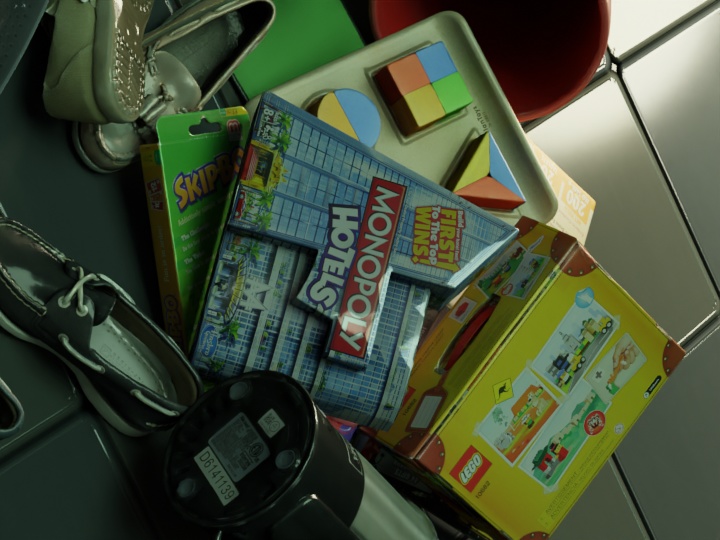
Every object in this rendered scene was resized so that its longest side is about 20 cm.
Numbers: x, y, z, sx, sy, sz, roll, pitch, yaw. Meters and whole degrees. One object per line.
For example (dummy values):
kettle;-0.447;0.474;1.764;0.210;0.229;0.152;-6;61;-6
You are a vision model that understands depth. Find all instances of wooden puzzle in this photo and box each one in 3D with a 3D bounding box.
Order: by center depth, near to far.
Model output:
wooden puzzle;0.035;-0.084;1.749;0.200;0.046;0.185;-27;89;-21

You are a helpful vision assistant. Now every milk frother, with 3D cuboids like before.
milk frother;-0.068;0.204;1.557;0.188;0.200;0.181;49;19;-45

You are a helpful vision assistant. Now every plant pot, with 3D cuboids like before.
plant pot;0.121;-0.250;1.889;0.200;0.200;0.177;50;35;-22

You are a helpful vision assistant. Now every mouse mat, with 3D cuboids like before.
mouse mat;-0.027;-0.127;1.808;0.161;0.008;0.200;-39;106;-47

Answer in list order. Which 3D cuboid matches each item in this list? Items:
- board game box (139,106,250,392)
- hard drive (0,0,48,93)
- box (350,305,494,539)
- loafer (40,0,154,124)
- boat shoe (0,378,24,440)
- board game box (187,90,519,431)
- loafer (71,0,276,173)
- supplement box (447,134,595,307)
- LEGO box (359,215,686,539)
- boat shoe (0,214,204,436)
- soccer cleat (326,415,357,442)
board game box;-0.105;-0.013;1.638;0.096;0.030;0.200;-12;98;-49
hard drive;-0.272;-0.203;1.541;0.135;0.042;0.200;41;49;-29
box;0.089;0.127;1.763;0.200;0.040;0.137;36;85;-34
loafer;-0.187;-0.181;1.606;0.076;0.068;0.200;67;17;-46
boat shoe;-0.289;0.041;1.415;0.200;0.062;0.075;49;51;-21
board game box;0.000;0.000;1.610;0.200;0.062;0.200;15;71;-6
loafer;-0.131;-0.143;1.653;0.072;0.063;0.200;58;45;-19
supplement box;0.107;-0.008;1.857;0.126;0.074;0.200;41;49;-29
LEGO box;0.121;0.087;1.699;0.200;0.077;0.149;-52;123;-8
boat shoe;-0.182;0.033;1.536;0.200;0.060;0.074;51;45;-22
soccer cleat;-0.010;0.061;1.674;0.068;0.073;0.200;13;83;-61
